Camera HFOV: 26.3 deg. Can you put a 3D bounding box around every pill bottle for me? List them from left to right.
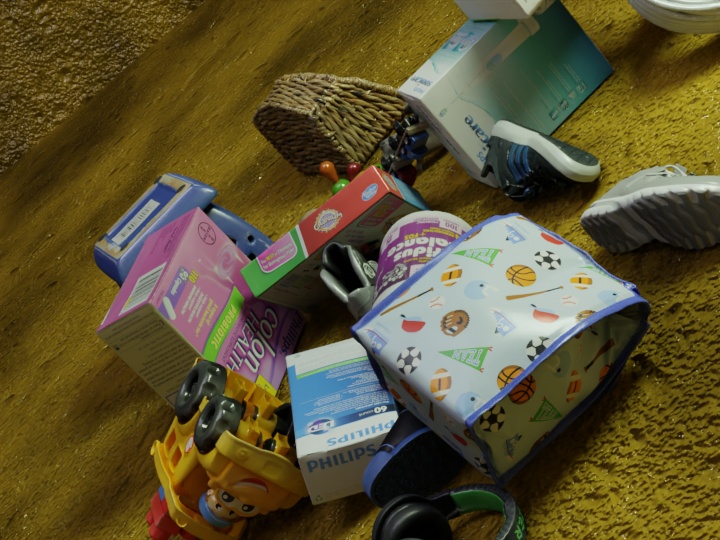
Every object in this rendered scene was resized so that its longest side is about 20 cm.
[{"bbox_3d":[0.067,0.035,1.543,0.112,0.112,0.201,-33,24,24],"label":"pill bottle"}]

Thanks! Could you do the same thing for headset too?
[{"bbox_3d":[0.047,0.250,1.278,0.199,0.094,0.124,-22,22,10],"label":"headset"}]

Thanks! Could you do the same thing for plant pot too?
[{"bbox_3d":[-0.235,-0.012,2.055,0.200,0.180,0.200,-46,23,-8],"label":"plant pot"}]

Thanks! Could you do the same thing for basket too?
[{"bbox_3d":[-0.046,-0.236,2.180,0.149,0.143,0.200,-51,23,-16],"label":"basket"}]

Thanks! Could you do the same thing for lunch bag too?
[{"bbox_3d":[0.126,0.056,1.318,0.200,0.124,0.170,-43,50,-13],"label":"lunch bag"}]

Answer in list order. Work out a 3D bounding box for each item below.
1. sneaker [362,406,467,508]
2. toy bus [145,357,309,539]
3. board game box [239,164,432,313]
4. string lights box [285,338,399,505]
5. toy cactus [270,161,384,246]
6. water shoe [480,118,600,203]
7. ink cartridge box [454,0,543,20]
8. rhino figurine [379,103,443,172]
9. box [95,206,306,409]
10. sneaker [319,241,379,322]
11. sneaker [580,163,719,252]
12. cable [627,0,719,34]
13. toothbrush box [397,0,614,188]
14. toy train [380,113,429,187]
[{"bbox_3d":[0.070,0.133,1.406,0.200,0.070,0.078,-40,34,-14],"label":"sneaker"},{"bbox_3d":[-0.148,0.213,1.590,0.193,0.135,0.200,-55,24,7],"label":"toy bus"},{"bbox_3d":[-0.025,-0.032,1.795,0.200,0.040,0.153,-38,-20,12],"label":"board game box"},{"bbox_3d":[-0.014,0.140,1.514,0.102,0.059,0.200,-15,25,1],"label":"string lights box"},{"bbox_3d":[-0.052,-0.062,1.967,0.201,0.102,0.165,-58,15,-13],"label":"toy cactus"},{"bbox_3d":[0.194,-0.106,1.665,0.079,0.071,0.200,-69,22,9],"label":"water shoe"},{"bbox_3d":[0.192,-0.377,1.711,0.200,0.084,0.145,-49,22,-10],"label":"ink cartridge box"},{"bbox_3d":[0.095,-0.199,1.963,0.087,0.060,0.200,36,78,24],"label":"rhino figurine"},{"bbox_3d":[-0.181,0.064,1.794,0.096,0.200,0.176,-27,27,34],"label":"box"},{"bbox_3d":[0.000,0.000,1.713,0.075,0.116,0.200,-40,23,8],"label":"sneaker"},{"bbox_3d":[0.281,-0.071,1.411,0.082,0.075,0.200,-54,23,-20],"label":"sneaker"},{"bbox_3d":[0.362,-0.348,1.626,0.198,0.069,0.202,-12,72,8],"label":"cable"},{"bbox_3d":[0.167,-0.219,1.781,0.200,0.146,0.085,-46,22,-4],"label":"toothbrush box"},{"bbox_3d":[0.045,-0.116,1.834,0.034,0.046,0.200,-22,-25,-26],"label":"toy train"}]
